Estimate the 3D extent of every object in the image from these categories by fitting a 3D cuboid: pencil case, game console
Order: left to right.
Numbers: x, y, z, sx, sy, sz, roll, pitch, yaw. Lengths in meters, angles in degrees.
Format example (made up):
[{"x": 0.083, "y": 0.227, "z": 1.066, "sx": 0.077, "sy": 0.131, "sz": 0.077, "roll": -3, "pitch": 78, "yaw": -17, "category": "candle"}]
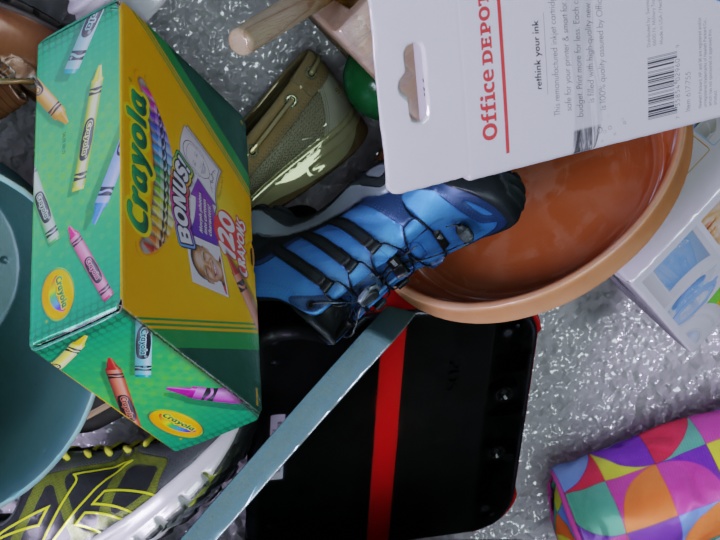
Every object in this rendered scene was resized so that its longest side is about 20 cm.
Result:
[{"x": 0.017, "y": 0.090, "z": 1.133, "sx": 0.175, "sy": 0.031, "sz": 0.201, "roll": -5, "pitch": 129, "yaw": -10, "category": "game console"}, {"x": 0.215, "y": 0.132, "z": 1.200, "sx": 0.198, "sy": 0.088, "sz": 0.089, "roll": -20, "pitch": 108, "yaw": -8, "category": "pencil case"}]

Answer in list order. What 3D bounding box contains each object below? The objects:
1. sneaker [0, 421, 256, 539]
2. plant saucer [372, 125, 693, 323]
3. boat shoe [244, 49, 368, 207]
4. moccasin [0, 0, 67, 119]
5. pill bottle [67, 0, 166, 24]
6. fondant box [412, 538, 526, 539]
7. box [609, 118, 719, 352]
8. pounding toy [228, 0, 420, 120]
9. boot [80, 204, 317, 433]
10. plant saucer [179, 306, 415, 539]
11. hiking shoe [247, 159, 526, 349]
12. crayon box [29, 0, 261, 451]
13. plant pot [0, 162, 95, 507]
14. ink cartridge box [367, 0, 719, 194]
[{"x": -0.149, "y": 0.127, "z": 1.082, "sx": 0.200, "sy": 0.074, "sz": 0.085, "roll": -40, "pitch": 83, "yaw": 5, "category": "sneaker"}, {"x": 0.095, "y": -0.053, "z": 1.068, "sx": 0.200, "sy": 0.201, "sz": 0.032, "roll": -39, "pitch": 133, "yaw": 0, "category": "plant saucer"}, {"x": -0.090, "y": -0.047, "z": 1.090, "sx": 0.200, "sy": 0.073, "sz": 0.063, "roll": -36, "pitch": 107, "yaw": -4, "category": "boat shoe"}, {"x": -0.197, "y": -0.111, "z": 1.054, "sx": 0.200, "sy": 0.074, "sz": 0.078, "roll": 24, "pitch": 91, "yaw": -27, "category": "moccasin"}, {"x": -0.180, "y": -0.218, "z": 0.999, "sx": 0.200, "sy": 0.120, "sz": 0.120, "roll": 41, "pitch": 93, "yaw": -19, "category": "pill bottle"}, {"x": -0.017, "y": 0.199, "z": 1.102, "sx": 0.198, "sy": 0.144, "sz": 0.059, "roll": -4, "pitch": 85, "yaw": -29, "category": "fondant box"}, {"x": 0.215, "y": -0.071, "z": 1.111, "sx": 0.200, "sy": 0.101, "sz": 0.112, "roll": -47, "pitch": 142, "yaw": 3, "category": "box"}, {"x": 0.033, "y": -0.159, "z": 1.026, "sx": 0.200, "sy": 0.184, "sz": 0.142, "roll": -45, "pitch": 109, "yaw": 2, "category": "pounding toy"}, {"x": -0.075, "y": 0.071, "z": 1.129, "sx": 0.199, "sy": 0.078, "sz": 0.139, "roll": -30, "pitch": 121, "yaw": 6, "category": "boot"}, {"x": -0.044, "y": 0.098, "z": 1.057, "sx": 0.019, "sy": 0.070, "sz": 0.200, "roll": 41, "pitch": 108, "yaw": 2, "category": "plant saucer"}, {"x": 0.000, "y": 0.000, "z": 1.007, "sx": 0.198, "sy": 0.087, "sz": 0.074, "roll": -18, "pitch": 144, "yaw": 25, "category": "hiking shoe"}, {"x": -0.110, "y": -0.024, "z": 0.965, "sx": 0.058, "sy": 0.202, "sz": 0.119, "roll": -23, "pitch": 141, "yaw": 22, "category": "crayon box"}, {"x": -0.246, "y": 0.018, "z": 1.026, "sx": 0.198, "sy": 0.161, "sz": 0.203, "roll": -3, "pitch": 106, "yaw": -12, "category": "plant pot"}, {"x": 0.089, "y": -0.121, "z": 0.936, "sx": 0.198, "sy": 0.068, "sz": 0.117, "roll": -14, "pitch": 117, "yaw": -16, "category": "ink cartridge box"}]
